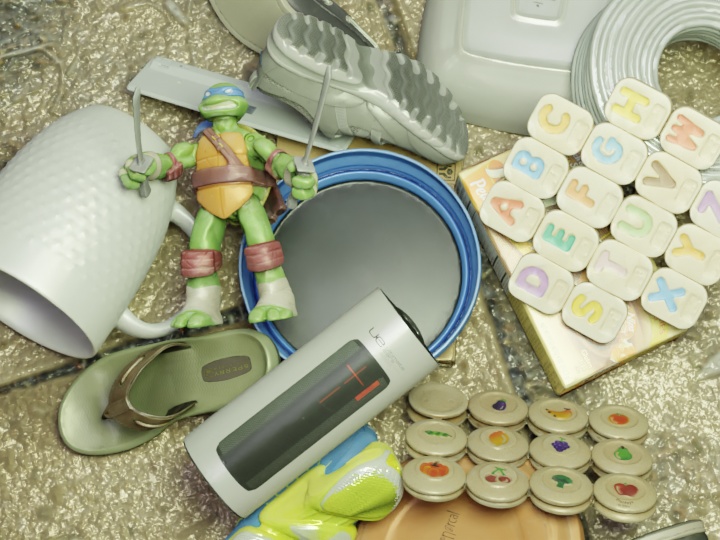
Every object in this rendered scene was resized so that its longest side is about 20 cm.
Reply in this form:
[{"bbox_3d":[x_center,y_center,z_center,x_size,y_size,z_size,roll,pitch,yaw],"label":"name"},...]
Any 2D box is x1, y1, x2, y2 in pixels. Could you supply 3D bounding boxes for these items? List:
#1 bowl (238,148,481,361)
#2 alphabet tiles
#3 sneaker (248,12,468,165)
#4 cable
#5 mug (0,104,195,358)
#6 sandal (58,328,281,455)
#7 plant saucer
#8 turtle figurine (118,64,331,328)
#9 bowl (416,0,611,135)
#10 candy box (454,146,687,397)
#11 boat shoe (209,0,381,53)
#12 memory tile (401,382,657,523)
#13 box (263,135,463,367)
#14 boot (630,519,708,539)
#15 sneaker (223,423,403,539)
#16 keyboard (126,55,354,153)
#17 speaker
[{"bbox_3d":[0.000,0.000,1.638,0.200,0.039,0.201,-1,72,3],"label":"bowl"},{"bbox_3d":[0.204,-0.047,1.580,0.195,0.015,0.200,29,100,5],"label":"alphabet tiles"},{"bbox_3d":[0.000,-0.142,1.655,0.200,0.082,0.075,29,44,-17],"label":"sneaker"},{"bbox_3d":[0.274,-0.152,1.623,0.199,0.069,0.201,-7,80,-6],"label":"cable"},{"bbox_3d":[-0.212,-0.026,1.631,0.200,0.148,0.176,35,69,-10],"label":"mug"},{"bbox_3d":[-0.162,0.092,1.606,0.200,0.057,0.080,-21,82,19],"label":"sandal"},{"bbox_3d":[0.076,0.224,1.559,0.200,0.032,0.201,-10,56,15],"label":"plant saucer"},{"bbox_3d":[-0.111,-0.054,1.552,0.143,0.200,0.195,-5,90,-21],"label":"turtle figurine"},{"bbox_3d":[0.153,-0.221,1.707,0.199,0.075,0.200,10,74,3],"label":"bowl"},{"bbox_3d":[0.172,-0.012,1.642,0.115,0.055,0.200,-25,80,-7],"label":"candy box"},{"bbox_3d":[-0.058,-0.220,1.732,0.200,0.073,0.063,42,36,18],"label":"boat shoe"},{"bbox_3d":[0.133,0.142,1.576,0.199,0.017,0.153,5,29,2],"label":"memory tile"},{"bbox_3d":[0.003,-0.021,1.677,0.163,0.021,0.201,2,74,3],"label":"box"},{"bbox_3d":[0.211,0.298,1.548,0.200,0.073,0.151,-29,73,-3],"label":"boot"},{"bbox_3d":[-0.052,0.194,1.599,0.200,0.076,0.105,-33,31,11],"label":"sneaker"},{"bbox_3d":[-0.099,-0.142,1.701,0.199,0.011,0.056,17,42,11],"label":"keyboard"},{"bbox_3d":[-0.037,0.102,1.553,0.200,0.081,0.081,-37,75,2],"label":"speaker"}]
